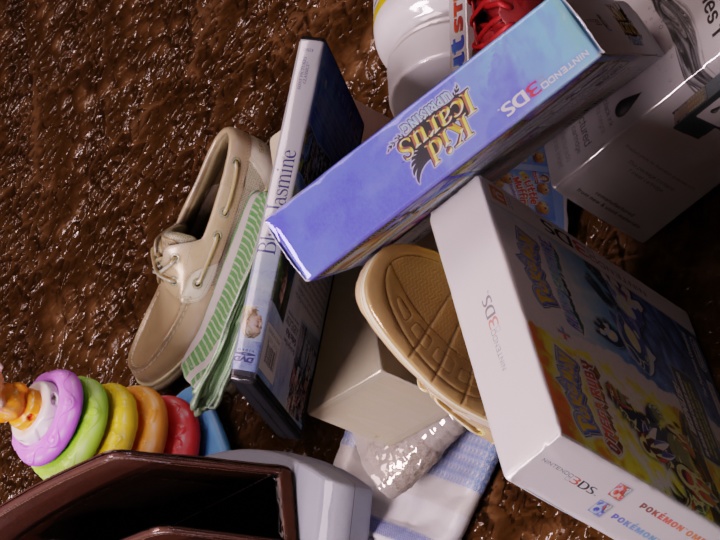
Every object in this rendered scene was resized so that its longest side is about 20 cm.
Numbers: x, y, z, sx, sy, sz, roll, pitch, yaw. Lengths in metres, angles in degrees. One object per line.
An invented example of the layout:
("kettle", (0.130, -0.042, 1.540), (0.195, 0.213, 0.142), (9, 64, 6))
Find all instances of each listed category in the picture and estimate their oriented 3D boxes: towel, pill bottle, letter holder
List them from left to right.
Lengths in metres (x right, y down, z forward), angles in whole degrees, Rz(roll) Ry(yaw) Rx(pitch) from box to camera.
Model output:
("letter holder", (-0.153, 0.191, 1.596), (0.200, 0.142, 0.101), (-30, 57, 46))
("towel", (-0.086, 0.017, 1.724), (0.200, 0.023, 0.153), (-137, 69, -83))
("towel", (0.035, 0.033, 1.592), (0.133, 0.034, 0.200), (-46, 36, 21))
("towel", (0.045, 0.086, 1.591), (0.147, 0.024, 0.200), (13, 77, 55))
("pill bottle", (0.065, -0.188, 1.683), (0.114, 0.114, 0.200), (-33, 43, 36))

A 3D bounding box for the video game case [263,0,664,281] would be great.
("video game case", (0.060, -0.075, 1.381), (0.200, 0.045, 0.181), (-37, -5, 16))

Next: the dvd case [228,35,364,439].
("dvd case", (-0.034, -0.015, 1.441), (0.017, 0.143, 0.201), (8, 75, 11))

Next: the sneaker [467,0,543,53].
("sneaker", (0.071, -0.173, 1.511), (0.078, 0.115, 0.200), (-24, 44, 46))

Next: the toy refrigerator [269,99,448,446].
("toy refrigerator", (0.000, 0.000, 1.550), (0.070, 0.076, 0.200), (-31, 53, 32))

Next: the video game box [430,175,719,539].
("video game box", (0.129, 0.062, 1.350), (0.047, 0.182, 0.200), (-43, 38, 25))

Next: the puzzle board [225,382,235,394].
("puzzle board", (-0.022, -0.018, 1.703), (0.200, 0.017, 0.151), (-50, 8, 18))

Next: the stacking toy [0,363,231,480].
("stacking toy", (-0.197, 0.111, 1.737), (0.116, 0.200, 0.110), (-52, 34, 15))

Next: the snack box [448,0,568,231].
("snack box", (0.091, -0.112, 1.574), (0.024, 0.072, 0.201), (-17, 71, 59))

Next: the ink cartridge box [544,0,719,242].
("ink cartridge box", (0.200, -0.137, 1.489), (0.200, 0.084, 0.146), (-41, 37, 31))

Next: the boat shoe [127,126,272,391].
("boat shoe", (-0.123, -0.009, 1.848), (0.200, 0.065, 0.072), (-61, 33, 1))

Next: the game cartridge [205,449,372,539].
("game cartridge", (-0.067, 0.182, 1.632), (0.200, 0.041, 0.134), (-5, 81, 54))

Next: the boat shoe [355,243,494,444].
("boat shoe", (0.065, 0.057, 1.429), (0.069, 0.200, 0.074), (-9, 47, 57))
